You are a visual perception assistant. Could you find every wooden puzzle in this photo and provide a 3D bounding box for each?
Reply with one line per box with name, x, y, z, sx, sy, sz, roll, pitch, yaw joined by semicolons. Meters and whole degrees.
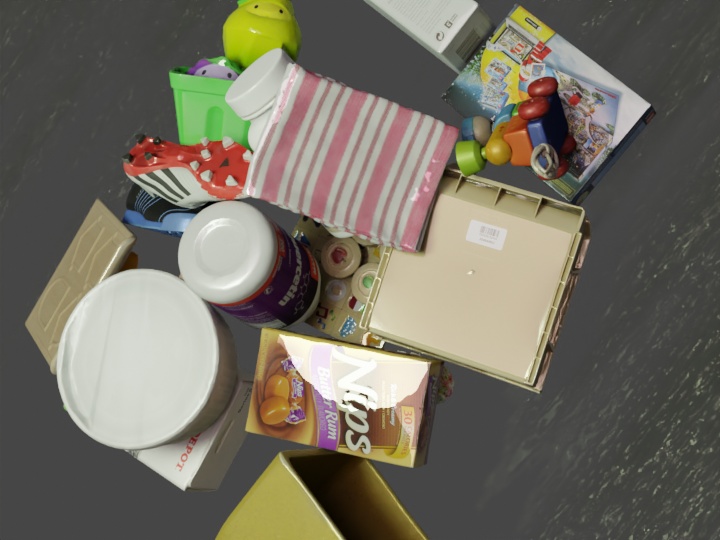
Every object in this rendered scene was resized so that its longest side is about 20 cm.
wooden puzzle;-0.330;0.021;1.673;0.186;0.046;0.200;-59;26;3

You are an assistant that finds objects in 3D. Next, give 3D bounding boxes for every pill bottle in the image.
pill bottle;-0.050;-0.140;1.497;0.111;0.111;0.200;-39;113;12
pill bottle;-0.114;0.002;1.540;0.112;0.200;0.113;-5;73;18

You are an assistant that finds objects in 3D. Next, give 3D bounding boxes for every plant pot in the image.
plant pot;-0.053;0.327;1.484;0.200;0.194;0.196;-44;69;16

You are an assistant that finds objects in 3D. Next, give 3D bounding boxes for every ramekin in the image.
ramekin;-0.230;0.104;1.545;0.202;0.094;0.203;-4;77;19

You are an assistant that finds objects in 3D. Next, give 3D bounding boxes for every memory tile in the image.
memory tile;0.061;-0.041;1.580;0.153;0.017;0.200;42;93;20

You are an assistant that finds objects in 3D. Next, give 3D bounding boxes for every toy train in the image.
toy train;0.150;-0.125;1.432;0.115;0.200;0.085;-13;111;21

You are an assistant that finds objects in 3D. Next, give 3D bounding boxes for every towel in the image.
towel;-0.008;-0.114;1.433;0.199;0.030;0.147;19;88;-16

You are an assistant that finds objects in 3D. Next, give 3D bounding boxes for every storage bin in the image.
storage bin;0.126;0.006;1.497;0.199;0.094;0.199;18;88;15

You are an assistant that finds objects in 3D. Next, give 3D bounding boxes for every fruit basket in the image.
fruit basket;-0.116;-0.231;1.600;0.215;0.156;0.216;-1;102;-4

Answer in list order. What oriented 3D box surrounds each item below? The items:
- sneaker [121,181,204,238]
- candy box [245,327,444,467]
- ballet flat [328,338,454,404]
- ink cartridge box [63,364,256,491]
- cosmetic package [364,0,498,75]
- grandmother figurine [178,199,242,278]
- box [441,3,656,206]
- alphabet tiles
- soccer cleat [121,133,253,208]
sneaker;-0.226;-0.082;1.641;0.200;0.070;0.078;14;89;56
candy box;-0.018;0.135;1.502;0.199;0.056;0.117;9;91;19
ballet flat;0.004;0.121;1.558;0.199;0.064;0.076;7;96;23
ink cartridge box;-0.227;0.149;1.634;0.200;0.084;0.146;29;93;24
cosmetic package;0.056;-0.315;1.590;0.200;0.101;0.071;41;96;21
grandmother figurine;-0.175;-0.050;1.660;0.121;0.061;0.201;15;87;29
box;0.207;-0.184;1.542;0.200;0.038;0.137;43;98;22
alphabet tiles;0.000;0.000;1.611;0.200;0.006;0.167;25;90;23
soccer cleat;-0.175;-0.102;1.530;0.200;0.085;0.069;9;57;32
